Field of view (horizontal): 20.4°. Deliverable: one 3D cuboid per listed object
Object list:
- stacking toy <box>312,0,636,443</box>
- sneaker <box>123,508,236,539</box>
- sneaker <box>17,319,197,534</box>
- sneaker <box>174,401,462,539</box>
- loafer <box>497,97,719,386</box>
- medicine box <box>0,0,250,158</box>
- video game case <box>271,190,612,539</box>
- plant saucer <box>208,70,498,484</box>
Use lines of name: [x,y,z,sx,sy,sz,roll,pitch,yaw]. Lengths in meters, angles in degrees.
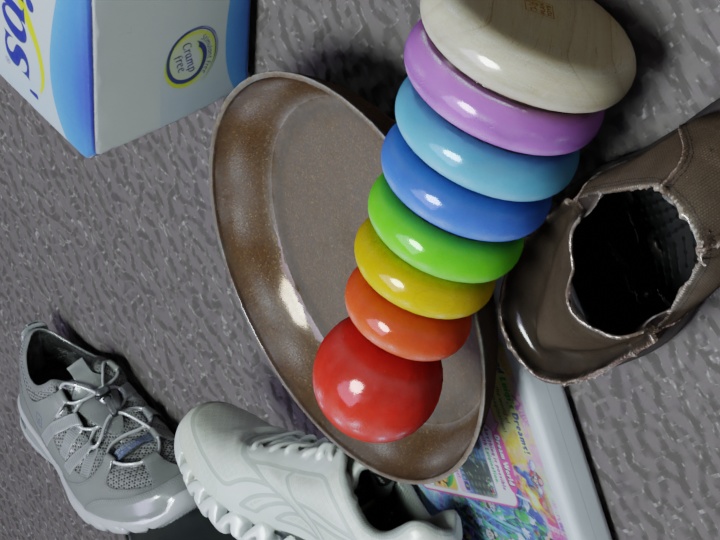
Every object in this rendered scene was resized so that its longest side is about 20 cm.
stacking toy: [0.032,-0.017,0.784,0.085,0.085,0.201,43,127,28]
sneaker: [-0.116,0.189,1.221,0.199,0.106,0.075,12,125,53]
sneaker: [-0.166,0.097,1.253,0.199,0.074,0.083,28,138,45]
sneaker: [-0.018,0.111,1.006,0.199,0.075,0.082,33,126,37]
loafer: [0.096,-0.006,0.762,0.073,0.071,0.200,55,150,10]
medicine box: [-0.145,-0.191,0.951,0.200,0.102,0.183,42,145,31]
video game case: [0.033,0.051,0.958,0.181,0.024,0.202,4,117,56]
plant saucer: [0.000,0.000,0.914,0.200,0.032,0.202,36,141,37]
